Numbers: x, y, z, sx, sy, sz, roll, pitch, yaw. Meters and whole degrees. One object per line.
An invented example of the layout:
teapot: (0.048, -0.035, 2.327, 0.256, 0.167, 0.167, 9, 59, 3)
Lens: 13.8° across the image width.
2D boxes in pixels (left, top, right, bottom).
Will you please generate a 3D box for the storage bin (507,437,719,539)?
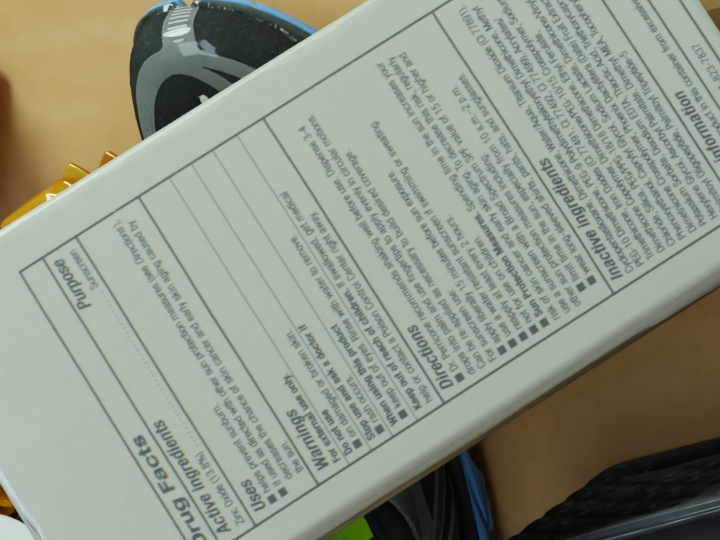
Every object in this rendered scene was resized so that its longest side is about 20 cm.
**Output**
storage bin: (0.118, 0.143, 0.736, 0.135, 0.094, 0.201, -18, 93, 29)

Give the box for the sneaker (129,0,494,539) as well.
sneaker: (-0.016, 0.024, 0.781, 0.070, 0.083, 0.201, -12, 96, 28)

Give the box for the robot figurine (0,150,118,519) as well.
robot figurine: (-0.126, 0.043, 0.857, 0.145, 0.058, 0.201, 31, 114, 18)

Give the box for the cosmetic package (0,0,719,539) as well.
cosmetic package: (0.000, 0.000, 0.718, 0.199, 0.071, 0.106, -31, 84, -5)

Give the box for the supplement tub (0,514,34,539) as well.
supplement tub: (-0.088, 0.177, 0.785, 0.144, 0.145, 0.201, -12, 122, 29)
